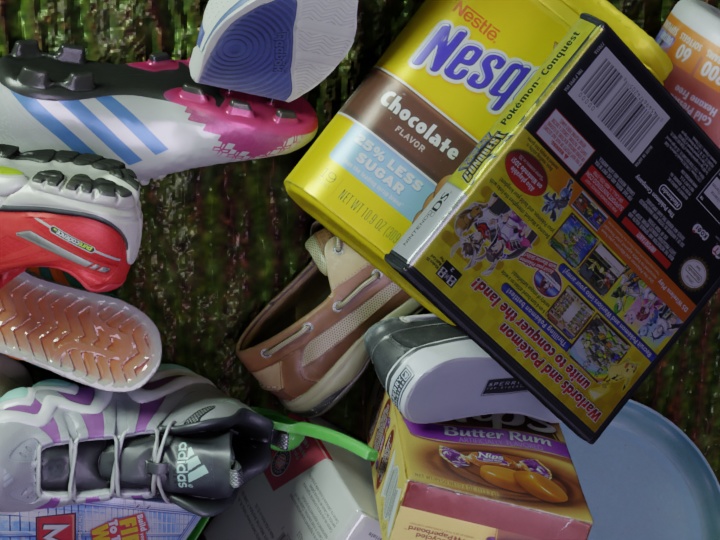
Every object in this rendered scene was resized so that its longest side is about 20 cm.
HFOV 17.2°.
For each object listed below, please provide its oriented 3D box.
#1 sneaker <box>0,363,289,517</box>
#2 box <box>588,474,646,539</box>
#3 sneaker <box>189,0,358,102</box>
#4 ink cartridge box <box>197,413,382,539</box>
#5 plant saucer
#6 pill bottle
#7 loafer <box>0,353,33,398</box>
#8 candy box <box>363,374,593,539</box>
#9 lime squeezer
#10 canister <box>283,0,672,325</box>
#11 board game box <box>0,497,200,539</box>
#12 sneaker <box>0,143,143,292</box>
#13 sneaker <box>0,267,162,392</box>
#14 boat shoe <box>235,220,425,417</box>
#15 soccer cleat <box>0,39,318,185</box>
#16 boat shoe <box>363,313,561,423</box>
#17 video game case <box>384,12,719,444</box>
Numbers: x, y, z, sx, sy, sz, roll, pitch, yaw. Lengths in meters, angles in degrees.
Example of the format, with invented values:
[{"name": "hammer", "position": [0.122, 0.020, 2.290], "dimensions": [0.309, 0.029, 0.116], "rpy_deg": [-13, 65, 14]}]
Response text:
[{"name": "sneaker", "position": [-0.128, 0.110, 1.403], "dimensions": [0.199, 0.139, 0.078], "rpy_deg": [-19, 117, -43]}, {"name": "box", "position": [0.168, 0.250, 1.660], "dimensions": [0.159, 0.046, 0.200], "rpy_deg": [-36, 119, -1]}, {"name": "sneaker", "position": [-0.033, -0.201, 1.360], "dimensions": [0.080, 0.115, 0.200], "rpy_deg": [14, 128, -20]}, {"name": "ink cartridge box", "position": [-0.049, 0.211, 1.512], "dimensions": [0.084, 0.145, 0.200], "rpy_deg": [30, 101, -28]}, {"name": "plant saucer", "position": [0.146, 0.181, 1.579], "dimensions": [0.199, 0.027, 0.201], "rpy_deg": [-1, 83, 5]}, {"name": "pill bottle", "position": [0.200, -0.060, 1.491], "dimensions": [0.112, 0.112, 0.201], "rpy_deg": [22, 104, -26]}, {"name": "loafer", "position": [-0.283, 0.063, 1.398], "dimensions": [0.199, 0.069, 0.076], "rpy_deg": [19, 130, -26]}, {"name": "candy box", "position": [0.068, 0.121, 1.467], "dimensions": [0.116, 0.200, 0.057], "rpy_deg": [14, 107, -9]}, {"name": "lime squeezer", "position": [-0.062, 0.117, 1.493], "dimensions": [0.038, 0.071, 0.200], "rpy_deg": [31, 139, -29]}, {"name": "canister", "position": [0.068, -0.086, 1.408], "dimensions": [0.148, 0.087, 0.200], "rpy_deg": [38, 85, -2]}, {"name": "board game box", "position": [-0.199, 0.192, 1.500], "dimensions": [0.199, 0.062, 0.201], "rpy_deg": [-5, 115, -16]}, {"name": "sneaker", "position": [-0.221, -0.026, 1.338], "dimensions": [0.199, 0.077, 0.085], "rpy_deg": [10, 109, 13]}, {"name": "sneaker", "position": [-0.212, 0.018, 1.414], "dimensions": [0.199, 0.080, 0.072], "rpy_deg": [27, 85, -5]}, {"name": "boat shoe", "position": [0.000, 0.000, 1.474], "dimensions": [0.074, 0.076, 0.200], "rpy_deg": [36, 97, -25]}, {"name": "soccer cleat", "position": [-0.127, -0.083, 1.402], "dimensions": [0.199, 0.070, 0.087], "rpy_deg": [7, 122, -17]}, {"name": "boat shoe", "position": [0.088, 0.052, 1.478], "dimensions": [0.198, 0.068, 0.074], "rpy_deg": [-6, 133, -35]}, {"name": "video game case", "position": [0.132, -0.020, 1.381], "dimensions": [0.181, 0.025, 0.200], "rpy_deg": [-51, 127, -3]}]
